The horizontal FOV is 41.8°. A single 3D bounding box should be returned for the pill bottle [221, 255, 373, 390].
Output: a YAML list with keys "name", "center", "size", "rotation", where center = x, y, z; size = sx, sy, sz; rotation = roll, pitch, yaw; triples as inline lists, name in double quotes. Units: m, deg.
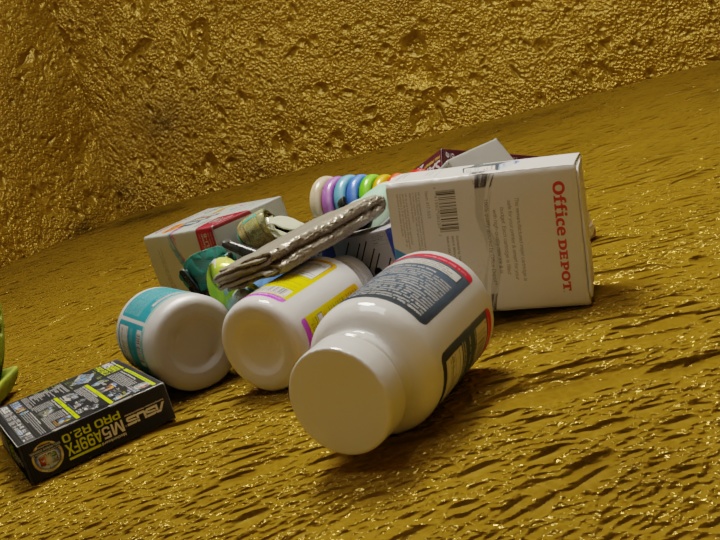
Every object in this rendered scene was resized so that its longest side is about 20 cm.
- name: "pill bottle"
  center: [-0.059, 0.048, 1.052]
  size: [0.104, 0.105, 0.200]
  rotation: [-10, 14, 32]

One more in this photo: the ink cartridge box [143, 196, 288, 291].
- name: "ink cartridge box"
  center: [-0.212, -0.018, 1.471]
  size: [0.199, 0.145, 0.145]
  rotation: [-5, 18, 47]

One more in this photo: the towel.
- name: "towel"
  center: [-0.069, -0.031, 1.108]
  size: [0.200, 0.035, 0.132]
  rotation: [-32, 10, -40]

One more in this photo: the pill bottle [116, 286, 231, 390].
- name: "pill bottle"
  center: [-0.230, 0.077, 1.143]
  size: [0.110, 0.111, 0.200]
  rotation: [-23, 13, -25]

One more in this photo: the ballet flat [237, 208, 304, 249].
- name: "ballet flat"
  center: [-0.089, -0.042, 1.396]
  size: [0.199, 0.071, 0.070]
  rotation: [21, -15, -39]

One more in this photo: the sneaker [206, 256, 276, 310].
- name: "sneaker"
  center: [-0.115, 0.040, 1.160]
  size: [0.105, 0.076, 0.200]
  rotation: [-6, 36, -26]

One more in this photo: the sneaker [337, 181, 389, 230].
- name: "sneaker"
  center: [-0.029, -0.038, 1.303]
  size: [0.201, 0.074, 0.118]
  rotation: [-50, -9, 29]

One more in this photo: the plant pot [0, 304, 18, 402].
- name: "plant pot"
  center: [-0.583, 0.124, 1.260]
  size: [0.199, 0.182, 0.199]
  rotation: [-17, 12, -1]

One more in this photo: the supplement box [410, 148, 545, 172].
- name: "supplement box"
  center: [0.186, -0.131, 1.408]
  size: [0.199, 0.061, 0.109]
  rotation: [1, -14, -23]

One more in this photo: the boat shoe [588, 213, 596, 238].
- name: "boat shoe"
  center: [0.202, -0.046, 1.194]
  size: [0.199, 0.070, 0.074]
  rotation: [-21, 12, -19]

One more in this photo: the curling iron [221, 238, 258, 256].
- name: "curling iron"
  center: [-0.109, -0.006, 1.313]
  size: [0.199, 0.026, 0.050]
  rotation: [26, 12, 21]

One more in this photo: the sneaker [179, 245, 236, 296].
- name: "sneaker"
  center: [-0.190, 0.030, 1.275]
  size: [0.083, 0.121, 0.200]
  rotation: [-21, 13, -17]

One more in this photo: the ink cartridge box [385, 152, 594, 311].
- name: "ink cartridge box"
  center: [0.139, -0.037, 0.996]
  size: [0.199, 0.147, 0.086]
  rotation: [-5, 13, 17]

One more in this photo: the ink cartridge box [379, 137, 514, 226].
- name: "ink cartridge box"
  center: [0.105, -0.067, 1.205]
  size: [0.200, 0.084, 0.145]
  rotation: [-42, -7, 38]

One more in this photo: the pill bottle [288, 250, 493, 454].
- name: "pill bottle"
  center: [0.027, 0.068, 0.798]
  size: [0.119, 0.120, 0.200]
  rotation: [-10, 13, 31]

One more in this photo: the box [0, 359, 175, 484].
- name: "box"
  center: [-0.311, 0.160, 1.044]
  size: [0.160, 0.045, 0.200]
  rotation: [-23, 13, -27]

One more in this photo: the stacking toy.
- name: "stacking toy"
  center: [0.027, -0.108, 1.367]
  size: [0.199, 0.086, 0.085]
  rotation: [-7, 15, 34]

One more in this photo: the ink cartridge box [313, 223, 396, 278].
- name: "ink cartridge box"
  center: [0.000, 0.000, 1.172]
  size: [0.044, 0.094, 0.200]
  rotation: [-24, 8, -35]
